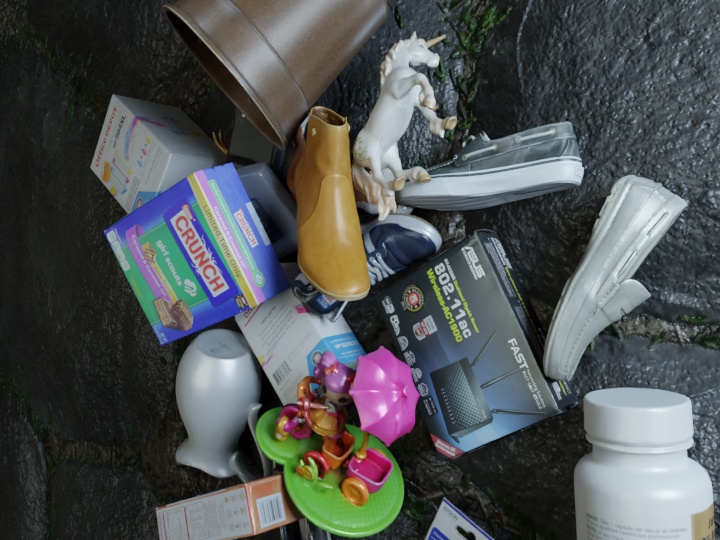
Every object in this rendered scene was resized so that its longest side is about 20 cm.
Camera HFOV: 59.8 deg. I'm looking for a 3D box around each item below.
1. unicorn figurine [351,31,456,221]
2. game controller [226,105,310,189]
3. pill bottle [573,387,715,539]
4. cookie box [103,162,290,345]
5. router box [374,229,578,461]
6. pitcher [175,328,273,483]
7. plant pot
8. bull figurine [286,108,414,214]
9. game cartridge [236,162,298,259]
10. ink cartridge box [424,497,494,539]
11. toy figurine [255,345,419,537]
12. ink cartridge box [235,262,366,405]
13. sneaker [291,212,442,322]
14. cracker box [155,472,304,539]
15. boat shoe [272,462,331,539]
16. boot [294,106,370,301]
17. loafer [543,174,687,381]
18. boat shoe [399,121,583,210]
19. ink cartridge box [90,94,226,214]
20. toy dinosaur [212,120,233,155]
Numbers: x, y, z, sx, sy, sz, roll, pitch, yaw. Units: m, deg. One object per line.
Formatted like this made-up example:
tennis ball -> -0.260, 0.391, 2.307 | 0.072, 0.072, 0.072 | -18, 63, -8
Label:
unicorn figurine -> 0.044, -0.167, 0.663 | 0.201, 0.073, 0.138 | -51, 44, 10
game controller -> -0.118, -0.214, 0.837 | 0.102, 0.042, 0.205 | 13, 94, 15
pill bottle -> 0.246, 0.213, 0.548 | 0.112, 0.113, 0.206 | -3, 89, 37
cookie box -> -0.211, -0.016, 0.798 | 0.197, 0.075, 0.174 | -22, 97, 34
router box -> 0.118, 0.082, 0.675 | 0.149, 0.062, 0.204 | -33, 72, 32
pitcher -> -0.182, 0.200, 0.884 | 0.168, 0.121, 0.205 | 20, 114, 21
plant pot -> -0.085, -0.282, 0.720 | 0.198, 0.201, 0.200 | -43, 63, -5
bull figurine -> -0.010, -0.128, 0.766 | 0.196, 0.065, 0.125 | 8, 89, 31
game cartridge -> -0.166, -0.063, 0.862 | 0.197, 0.041, 0.134 | -23, 117, 35
ink cartridge box -> 0.101, 0.365, 0.714 | 0.094, 0.037, 0.204 | 31, 112, 33
toy figurine -> -0.014, 0.157, 0.690 | 0.198, 0.150, 0.187 | 31, 125, 16
ink cartridge box -> -0.091, 0.071, 0.830 | 0.115, 0.067, 0.202 | -47, 66, 29
sneaker -> 0.000, 0.000, 0.730 | 0.197, 0.070, 0.110 | -4, 51, 43
cracker box -> -0.145, 0.295, 0.777 | 0.198, 0.132, 0.059 | -27, 70, 38
boat shoe -> -0.085, 0.314, 0.840 | 0.066, 0.056, 0.205 | -24, 77, 35
boot -> -0.032, -0.079, 0.658 | 0.203, 0.069, 0.147 | -118, 30, -50
loafer -> 0.230, 0.014, 0.576 | 0.069, 0.070, 0.204 | 27, 99, 25
boat shoe -> 0.133, -0.109, 0.663 | 0.196, 0.072, 0.073 | -5, 80, 26
ink cartridge box -> -0.308, -0.165, 0.953 | 0.199, 0.124, 0.130 | 42, 115, 28
toy dinosaur -> -0.151, -0.173, 0.874 | 0.104, 0.060, 0.205 | 12, 99, 35
